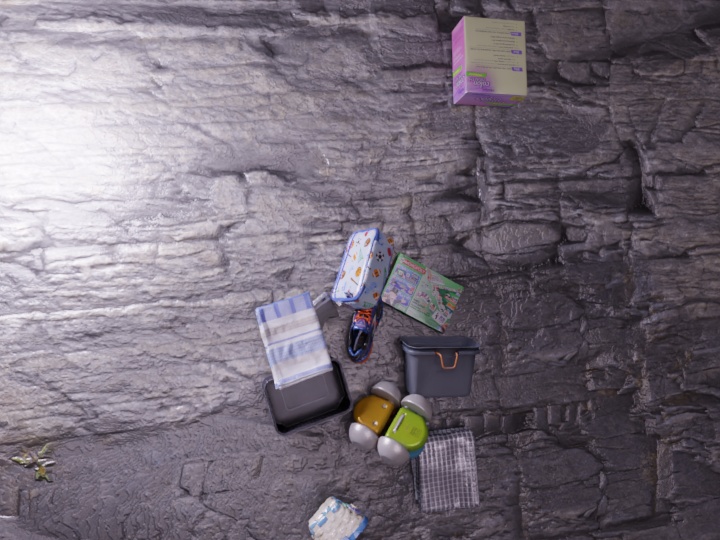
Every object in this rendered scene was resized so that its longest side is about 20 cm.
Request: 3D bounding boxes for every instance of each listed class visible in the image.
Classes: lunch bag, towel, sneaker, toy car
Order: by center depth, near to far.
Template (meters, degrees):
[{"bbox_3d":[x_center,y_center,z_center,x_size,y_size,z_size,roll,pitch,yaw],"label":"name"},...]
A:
[{"bbox_3d":[-0.158,0.165,1.497,0.144,0.024,0.204,-16,81,-13],"label":"towel"},{"bbox_3d":[0.078,0.388,1.545,0.197,0.151,0.176,17,55,29],"label":"toy car"},{"bbox_3d":[0.000,0.000,1.557,0.075,0.159,0.204,27,75,-29],"label":"lunch bag"},{"bbox_3d":[-0.133,0.145,1.558,0.200,0.075,0.082,-44,94,-12],"label":"sneaker"},{"bbox_3d":[0.011,0.132,1.579,0.074,0.078,0.205,8,84,11],"label":"sneaker"},{"bbox_3d":[0.217,0.511,1.605,0.162,0.086,0.205,-5,88,-11],"label":"towel"}]

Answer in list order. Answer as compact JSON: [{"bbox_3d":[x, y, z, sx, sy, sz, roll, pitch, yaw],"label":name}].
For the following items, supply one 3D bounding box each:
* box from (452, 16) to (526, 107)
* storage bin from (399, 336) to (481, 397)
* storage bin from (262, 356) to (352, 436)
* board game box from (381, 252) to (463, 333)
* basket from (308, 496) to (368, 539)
[{"bbox_3d":[0.343,-0.554,1.686,0.172,0.097,0.205,-1,86,-12],"label":"box"},{"bbox_3d":[0.201,0.248,1.599,0.195,0.145,0.138,0,96,-12],"label":"storage bin"},{"bbox_3d":[-0.131,0.303,1.541,0.196,0.094,0.138,-17,90,-12],"label":"storage bin"},{"bbox_3d":[0.157,0.060,1.650,0.197,0.029,0.137,28,80,-9],"label":"board game box"},{"bbox_3d":[-0.029,0.643,1.499,0.138,0.177,0.201,-38,83,-15],"label":"basket"}]
